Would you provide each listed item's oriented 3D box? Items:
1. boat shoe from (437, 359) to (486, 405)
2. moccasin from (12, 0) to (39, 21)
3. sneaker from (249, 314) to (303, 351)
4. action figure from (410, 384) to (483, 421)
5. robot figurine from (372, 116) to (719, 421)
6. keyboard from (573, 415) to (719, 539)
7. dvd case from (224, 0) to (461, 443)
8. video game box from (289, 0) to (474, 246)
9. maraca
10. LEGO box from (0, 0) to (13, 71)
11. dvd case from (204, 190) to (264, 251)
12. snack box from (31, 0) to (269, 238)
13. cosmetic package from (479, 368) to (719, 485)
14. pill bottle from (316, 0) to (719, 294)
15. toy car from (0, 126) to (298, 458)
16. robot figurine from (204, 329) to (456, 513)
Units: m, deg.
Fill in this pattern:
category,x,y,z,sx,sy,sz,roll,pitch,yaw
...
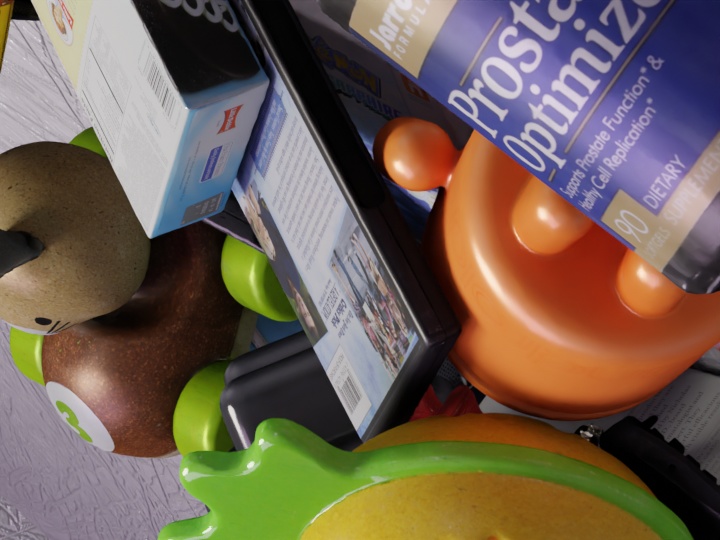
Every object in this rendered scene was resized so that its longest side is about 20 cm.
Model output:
category,x,y,z,sx,sy,sz,roll,pitch,yaw
boat shoe,0.036,0.084,1.344,0.093,0.074,0.201,-91,-14,-58
moccasin,-0.158,-0.149,1.273,0.080,0.068,0.200,43,166,-13
sneaker,-0.014,0.063,1.430,0.199,0.131,0.080,33,164,17
action figure,0.073,0.143,1.152,0.200,0.099,0.065,42,168,-21
robot figurine,0.081,-0.011,1.013,0.200,0.143,0.117,117,145,-75
keyboard,0.125,0.093,1.126,0.104,0.040,0.200,36,166,15
dvd case,-0.025,-0.040,1.062,0.201,0.017,0.143,63,164,13
video game box,-0.006,-0.078,1.166,0.200,0.047,0.182,30,160,33
maraca,0.027,0.105,1.044,0.199,0.107,0.138,12,134,-7
LEGO box,-0.214,-0.135,1.208,0.150,0.077,0.200,65,162,12
dvd case,0.000,0.000,1.211,0.199,0.018,0.143,28,-176,-1
snack box,-0.101,-0.124,1.080,0.201,0.037,0.116,63,160,15
cosmetic package,0.143,0.096,1.263,0.101,0.071,0.200,47,164,-27
pill bottle,0.056,-0.094,0.834,0.200,0.112,0.112,37,165,6
toy car,-0.142,0.004,1.321,0.199,0.159,0.164,10,-171,-46
robot figurine,0.005,0.124,1.232,0.124,0.150,0.201,-12,105,42
